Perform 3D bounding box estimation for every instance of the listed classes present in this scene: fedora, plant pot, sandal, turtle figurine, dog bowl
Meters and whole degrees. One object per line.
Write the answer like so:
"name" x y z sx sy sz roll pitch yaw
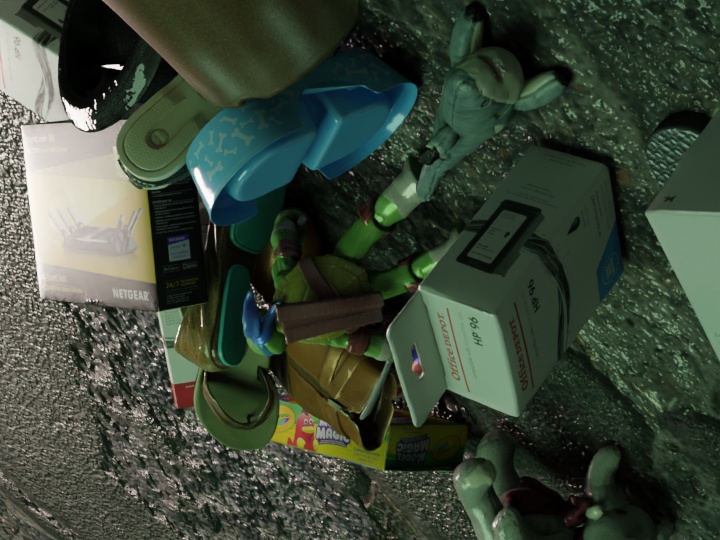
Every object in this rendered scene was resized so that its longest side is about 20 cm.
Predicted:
"fedora" -0.165 -0.188 1.421 0.092 0.201 0.201 16 163 -30
"plant pot" -0.107 -0.233 1.236 0.200 0.200 0.198 3 143 48
"sandal" 0.259 -0.024 1.248 0.076 0.043 0.200 3 126 38
"sandal" -0.112 0.108 1.616 0.080 0.057 0.201 -6 143 -5
"turtle figurine" 0.000 0.000 1.468 0.200 0.194 0.144 29 -149 -56
"dog bowl" -0.046 -0.104 1.334 0.050 0.200 0.112 52 143 15

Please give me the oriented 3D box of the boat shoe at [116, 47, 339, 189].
"boat shoe" -0.100 -0.132 1.360 0.072 0.200 0.068 49 168 13

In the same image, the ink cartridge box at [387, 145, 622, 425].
"ink cartridge box" 0.109 0.020 1.293 0.068 0.200 0.116 20 146 32

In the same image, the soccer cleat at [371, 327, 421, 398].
"soccer cleat" 0.007 0.077 1.651 0.076 0.067 0.200 43 155 -12

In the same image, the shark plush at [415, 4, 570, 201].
"shark plush" 0.064 -0.112 1.297 0.091 0.083 0.200 43 151 -6

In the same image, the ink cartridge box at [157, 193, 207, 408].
"ink cartridge box" -0.152 0.010 1.650 0.200 0.083 0.147 88 170 -54

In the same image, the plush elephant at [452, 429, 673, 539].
"plush elephant" 0.189 0.225 1.575 0.165 0.155 0.200 3 -111 -74

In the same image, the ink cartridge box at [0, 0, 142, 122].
"ink cartridge box" -0.272 -0.192 1.595 0.200 0.068 0.116 33 150 13

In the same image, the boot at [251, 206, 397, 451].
"boot" -0.026 0.053 1.585 0.155 0.074 0.200 40 146 42

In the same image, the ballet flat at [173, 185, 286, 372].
"ballet flat" -0.118 -0.013 1.509 0.072 0.200 0.068 6 169 30

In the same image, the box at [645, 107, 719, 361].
"box" 0.286 -0.002 1.150 0.097 0.124 0.200 5 136 46

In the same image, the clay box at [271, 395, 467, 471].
"clay box" 0.011 0.156 1.713 0.200 0.048 0.115 8 -178 42

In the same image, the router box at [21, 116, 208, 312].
"router box" -0.210 -0.051 1.508 0.200 0.052 0.157 3 100 51
